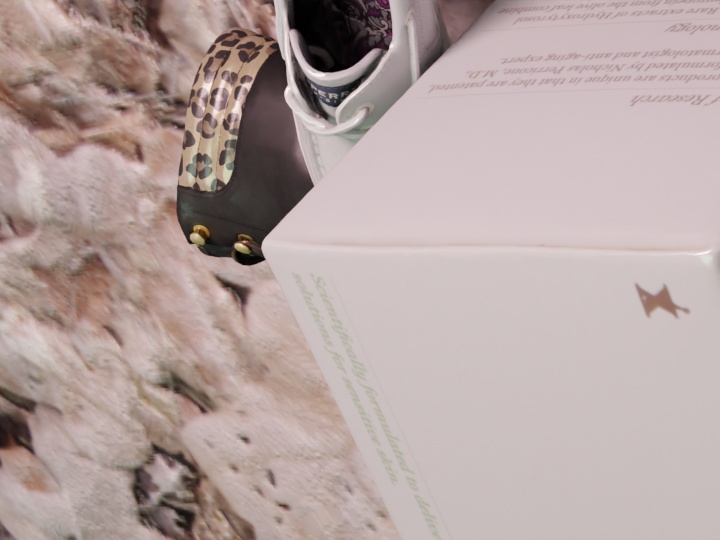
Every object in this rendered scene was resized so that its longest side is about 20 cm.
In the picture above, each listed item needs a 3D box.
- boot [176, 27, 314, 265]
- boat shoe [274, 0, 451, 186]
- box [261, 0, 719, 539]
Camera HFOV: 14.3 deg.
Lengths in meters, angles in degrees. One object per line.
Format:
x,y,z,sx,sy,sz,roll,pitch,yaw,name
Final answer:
0.000,0.000,1.170,0.150,0.073,0.201,16,117,35,boot
-0.001,-0.085,1.035,0.072,0.069,0.201,18,130,17,boat shoe
0.116,0.023,0.988,0.199,0.171,0.200,1,126,42,box
